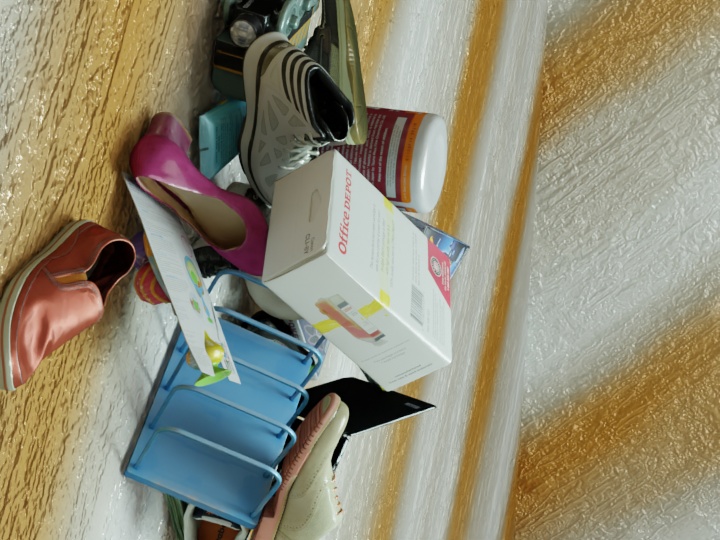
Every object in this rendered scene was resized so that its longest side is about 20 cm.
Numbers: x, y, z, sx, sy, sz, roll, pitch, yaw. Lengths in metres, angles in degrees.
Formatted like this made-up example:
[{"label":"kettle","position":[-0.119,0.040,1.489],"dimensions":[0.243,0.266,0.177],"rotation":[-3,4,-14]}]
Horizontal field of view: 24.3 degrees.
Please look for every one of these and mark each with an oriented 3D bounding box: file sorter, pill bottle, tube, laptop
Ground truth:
[{"label":"file sorter","position":[-0.121,0.120,1.636],"dimensions":[0.123,0.139,0.200],"rotation":[-53,-165,54]},{"label":"pill bottle","position":[-0.010,-0.130,1.878],"dimensions":[0.113,0.199,0.113],"rotation":[8,90,-76]},{"label":"tube","position":[-0.122,-0.160,1.754],"dimensions":[0.200,0.050,0.078],"rotation":[-50,141,-56]},{"label":"laptop","position":[-0.040,0.209,1.880],"dimensions":[0.103,0.177,0.200],"rotation":[28,82,-34]}]

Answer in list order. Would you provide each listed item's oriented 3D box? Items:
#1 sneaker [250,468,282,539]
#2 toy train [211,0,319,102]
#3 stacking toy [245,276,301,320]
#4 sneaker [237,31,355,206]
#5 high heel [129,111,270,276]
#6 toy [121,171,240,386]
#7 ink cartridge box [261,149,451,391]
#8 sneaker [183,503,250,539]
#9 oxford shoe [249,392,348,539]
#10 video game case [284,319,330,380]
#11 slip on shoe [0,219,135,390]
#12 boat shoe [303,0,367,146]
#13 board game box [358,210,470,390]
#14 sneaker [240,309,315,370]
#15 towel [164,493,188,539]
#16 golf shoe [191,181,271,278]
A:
[{"label":"sneaker","position":[-0.076,0.273,1.748],"dimensions":[0.093,0.070,0.200],"rotation":[-53,165,-63]},{"label":"toy train","position":[-0.096,-0.256,1.742],"dimensions":[0.200,0.085,0.114],"rotation":[-61,167,-58]},{"label":"stacking toy","position":[-0.025,0.003,1.907],"dimensions":[0.200,0.146,0.147],"rotation":[25,72,-54]},{"label":"sneaker","position":[-0.062,-0.127,1.663],"dimensions":[0.076,0.115,0.201],"rotation":[-27,134,-27]},{"label":"high heel","position":[-0.151,-0.048,1.570],"dimensions":[0.200,0.067,0.096],"rotation":[51,31,-27]},{"label":"toy","position":[-0.178,0.016,1.543],"dimensions":[0.200,0.047,0.115],"rotation":[64,9,15]},{"label":"ink cartridge box","position":[0.000,0.000,1.645],"dimensions":[0.200,0.083,0.145],"rotation":[43,34,-34]},{"label":"sneaker","position":[-0.134,0.225,1.756],"dimensions":[0.079,0.078,0.201],"rotation":[-2,103,-81]},{"label":"oxford shoe","position":[-0.046,0.211,1.639],"dimensions":[0.071,0.074,0.200],"rotation":[-81,-166,-66]},{"label":"video game case","position":[-0.058,0.001,2.042],"dimensions":[0.200,0.023,0.183],"rotation":[-71,153,-46]},{"label":"slip on shoe","position":[-0.242,0.025,1.360],"dimensions":[0.200,0.061,0.074],"rotation":[-60,156,-52]},{"label":"boat shoe","position":[-0.035,-0.229,1.823],"dimensions":[0.072,0.066,0.201],"rotation":[58,24,-71]},{"label":"board game box","position":[0.037,0.013,1.848],"dimensions":[0.200,0.062,0.200],"rotation":[-59,162,-11]},{"label":"sneaker","position":[-0.094,0.085,1.902],"dimensions":[0.200,0.077,0.084],"rotation":[80,1,-87]},{"label":"towel","position":[-0.164,0.185,1.813],"dimensions":[0.153,0.023,0.200],"rotation":[84,20,-45]},{"label":"golf shoe","position":[-0.137,-0.043,1.731],"dimensions":[0.200,0.078,0.095],"rotation":[-22,101,-75]}]
